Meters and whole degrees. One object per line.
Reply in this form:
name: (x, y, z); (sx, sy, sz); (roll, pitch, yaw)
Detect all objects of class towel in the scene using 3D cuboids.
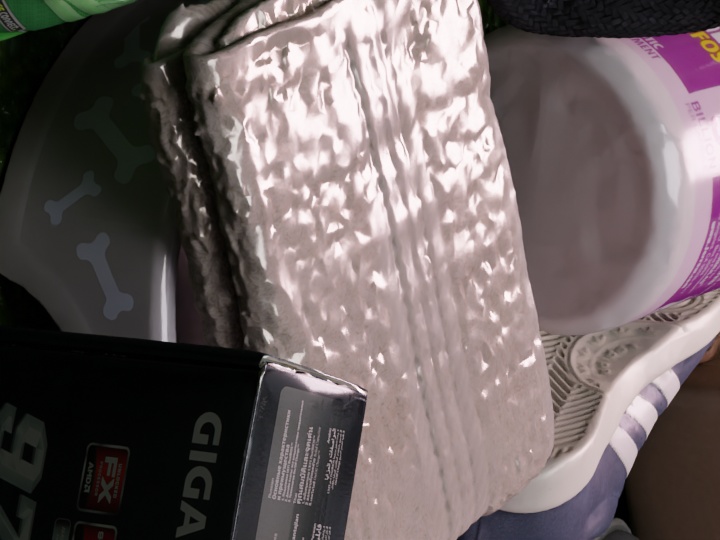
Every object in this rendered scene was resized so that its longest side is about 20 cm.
towel: (0.000, 0.000, 0.796); (0.132, 0.034, 0.201); (-35, 121, -45)

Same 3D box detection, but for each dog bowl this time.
dog bowl: (-0.027, 0.006, 0.835); (0.200, 0.058, 0.201); (-6, 98, -54)

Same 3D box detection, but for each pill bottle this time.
pill bottle: (0.124, -0.050, 0.978); (0.200, 0.112, 0.113); (-18, 107, -47)

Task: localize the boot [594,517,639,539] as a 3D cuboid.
boot: (0.170, 0.186, 0.997); (0.072, 0.199, 0.183); (-29, 116, -49)

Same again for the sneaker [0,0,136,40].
sneaker: (-0.050, -0.114, 0.768); (0.200, 0.083, 0.074); (-38, 115, -46)

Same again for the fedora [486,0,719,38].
fedora: (0.096, -0.136, 0.860); (0.201, 0.200, 0.092); (42, 33, -47)

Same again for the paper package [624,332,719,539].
paper package: (0.210, 0.127, 1.055); (0.103, 0.190, 0.201); (-31, 118, -50)

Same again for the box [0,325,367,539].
box: (-0.087, 0.117, 0.679); (0.046, 0.158, 0.201); (18, 79, -51)

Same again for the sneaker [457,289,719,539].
sneaker: (0.076, 0.055, 0.980); (0.200, 0.075, 0.085); (-39, 145, -51)
